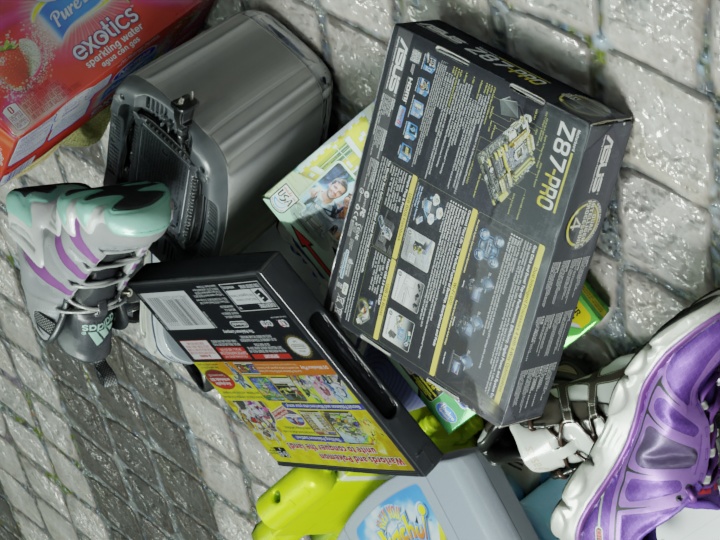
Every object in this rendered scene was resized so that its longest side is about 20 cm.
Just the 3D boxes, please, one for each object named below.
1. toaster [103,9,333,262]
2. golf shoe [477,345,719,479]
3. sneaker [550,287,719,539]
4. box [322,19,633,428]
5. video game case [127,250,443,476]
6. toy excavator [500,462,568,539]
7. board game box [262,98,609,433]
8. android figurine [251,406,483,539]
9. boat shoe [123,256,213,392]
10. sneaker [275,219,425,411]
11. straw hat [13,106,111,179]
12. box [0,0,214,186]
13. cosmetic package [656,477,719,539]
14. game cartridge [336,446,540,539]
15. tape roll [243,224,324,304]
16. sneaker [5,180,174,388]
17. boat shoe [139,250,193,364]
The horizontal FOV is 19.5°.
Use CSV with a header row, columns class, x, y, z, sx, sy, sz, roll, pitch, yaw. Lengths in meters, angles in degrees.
class,x,y,z,sx,sy,sz,roll,pitch,yaw
toaster,-0.098,-0.092,1.447,0.114,0.129,0.200,40,148,18
golf shoe,0.153,0.102,1.347,0.078,0.094,0.200,58,152,-12
sneaker,0.190,0.097,1.242,0.083,0.081,0.201,33,120,20
box,0.065,-0.030,1.267,0.161,0.049,0.201,32,118,37
video game case,-0.054,0.064,1.412,0.181,0.026,0.200,52,155,-18
toy excavator,0.121,0.153,1.488,0.194,0.100,0.201,38,138,26
board game box,0.047,-0.012,1.356,0.134,0.029,0.200,-39,90,26
android figurine,0.010,0.158,1.574,0.200,0.182,0.041,-39,60,34
boat shoe,-0.179,0.025,1.809,0.200,0.066,0.070,48,154,7
sneaker,0.000,-0.001,1.464,0.115,0.080,0.201,21,120,61
straw hat,-0.225,-0.135,1.558,0.085,0.201,0.202,27,146,25
box,-0.203,-0.162,1.454,0.096,0.200,0.100,48,154,2
cosmetic package,0.262,0.187,1.283,0.151,0.052,0.200,48,140,2
game cartridge,0.053,0.209,1.495,0.200,0.040,0.134,-45,65,49
tape roll,-0.041,0.060,1.628,0.202,0.071,0.203,37,150,26
sneaker,-0.176,0.012,1.424,0.200,0.077,0.141,6,104,63
boat shoe,-0.137,-0.032,1.575,0.086,0.074,0.203,-1,86,57
